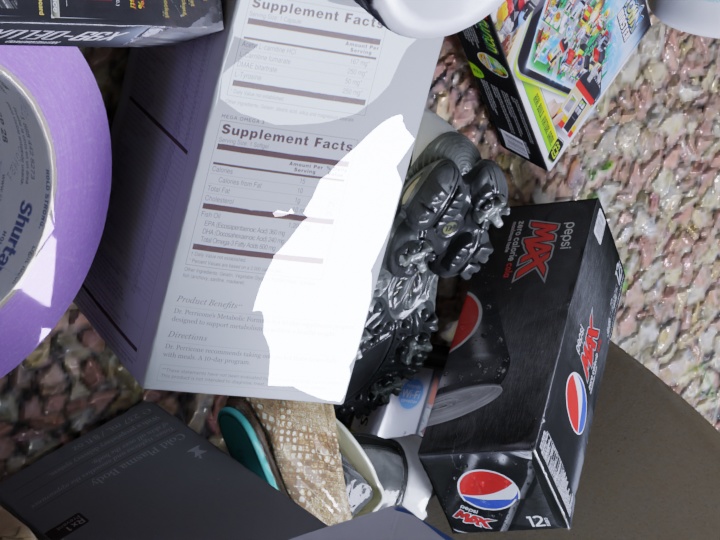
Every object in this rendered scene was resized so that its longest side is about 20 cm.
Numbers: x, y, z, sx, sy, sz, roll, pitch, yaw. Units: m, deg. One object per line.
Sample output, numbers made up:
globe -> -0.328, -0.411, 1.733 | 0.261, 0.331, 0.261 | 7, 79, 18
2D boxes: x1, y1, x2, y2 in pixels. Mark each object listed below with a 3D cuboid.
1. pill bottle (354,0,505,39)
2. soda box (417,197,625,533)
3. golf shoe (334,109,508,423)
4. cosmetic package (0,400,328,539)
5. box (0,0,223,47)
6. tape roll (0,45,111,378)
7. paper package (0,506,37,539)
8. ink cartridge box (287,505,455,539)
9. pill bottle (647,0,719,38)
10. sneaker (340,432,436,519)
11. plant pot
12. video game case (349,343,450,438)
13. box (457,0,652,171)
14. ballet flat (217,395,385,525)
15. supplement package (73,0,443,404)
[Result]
pill bottle -> -0.011, -0.197, 1.012 | 0.106, 0.200, 0.106 | -27, 141, -24
soda box -> 0.091, 0.049, 1.240 | 0.200, 0.071, 0.063 | -70, 147, -45
golf shoe -> 0.000, 0.000, 1.194 | 0.078, 0.095, 0.200 | 9, 126, -44
cosmetic package -> -0.082, 0.154, 1.098 | 0.107, 0.200, 0.090 | -29, 124, -30
box -> -0.140, -0.197, 0.956 | 0.157, 0.050, 0.201 | -4, 88, -42
tape roll -> -0.209, -0.038, 0.999 | 0.200, 0.066, 0.201 | -18, 119, -36
paper package -> -0.191, 0.177, 1.016 | 0.103, 0.190, 0.200 | -41, 131, -22
ink cartridge box -> -0.018, 0.220, 0.997 | 0.136, 0.076, 0.201 | -14, 120, -35
pill bottle -> 0.217, -0.239, 1.269 | 0.111, 0.111, 0.201 | -21, 120, -35
sneaker -> -0.042, 0.163, 1.224 | 0.090, 0.067, 0.200 | 19, 113, -34
plant pot -> 0.146, 0.186, 1.301 | 0.200, 0.177, 0.200 | -39, 131, -24
video game case -> 0.058, 0.139, 1.342 | 0.200, 0.025, 0.181 | 12, 99, -44
box -> 0.101, -0.143, 1.207 | 0.110, 0.035, 0.200 | -55, 156, -10
ballet flat -> -0.009, 0.142, 1.148 | 0.065, 0.070, 0.201 | -25, 108, -24
supplement package -> -0.051, -0.052, 1.076 | 0.109, 0.114, 0.201 | 6, 110, -29
